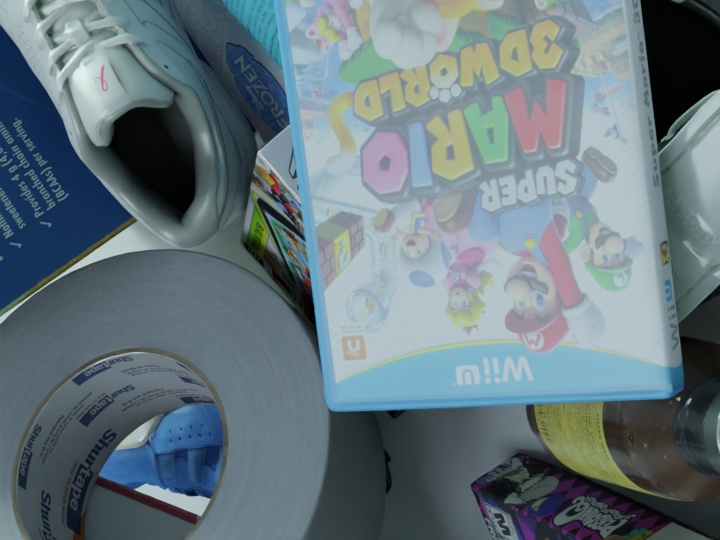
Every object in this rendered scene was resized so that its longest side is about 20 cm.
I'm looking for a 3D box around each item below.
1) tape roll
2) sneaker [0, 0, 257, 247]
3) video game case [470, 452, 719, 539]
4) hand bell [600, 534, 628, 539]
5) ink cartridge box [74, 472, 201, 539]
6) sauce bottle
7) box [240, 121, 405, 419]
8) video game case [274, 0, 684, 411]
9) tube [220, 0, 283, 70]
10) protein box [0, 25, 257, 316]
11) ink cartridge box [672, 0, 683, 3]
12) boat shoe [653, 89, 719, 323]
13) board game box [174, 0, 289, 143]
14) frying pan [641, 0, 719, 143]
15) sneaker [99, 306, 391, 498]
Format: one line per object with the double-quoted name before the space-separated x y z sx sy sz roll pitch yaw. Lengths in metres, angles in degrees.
"tape roll" -0.091 0.095 1.210 0.200 0.201 0.066 21 168 32
"sneaker" -0.105 -0.095 1.140 0.078 0.099 0.200 -35 103 6
"video game case" 0.133 0.188 1.199 0.181 0.036 0.201 20 135 63
"hand bell" 0.071 0.159 1.166 0.104 0.104 0.200 46 147 7
"ink cartridge box" -0.055 0.183 1.312 0.145 0.083 0.200 18 164 31
"sauce bottle" 0.120 0.057 1.076 0.065 0.065 0.200 59 170 -9
"box" 0.000 0.000 1.163 0.110 0.035 0.200 49 170 5
"video game case" 0.040 -0.050 1.020 0.142 0.018 0.201 -4 98 27
"tube" -0.024 -0.104 1.108 0.200 0.050 0.078 46 152 9
"protein box" -0.195 -0.078 1.236 0.135 0.200 0.199 -27 99 50
"ink cartridge box" 0.101 -0.207 0.958 0.162 0.050 0.200 38 142 2
"boat shoe" 0.144 -0.036 1.016 0.200 0.060 0.076 -29 98 31
"board game box" -0.025 -0.166 1.131 0.200 0.043 0.199 55 140 -4
"frying pan" 0.138 -0.073 1.049 0.189 0.031 0.115 -13 120 36
"sneaker" -0.062 0.101 1.336 0.200 0.077 0.112 -32 85 44
